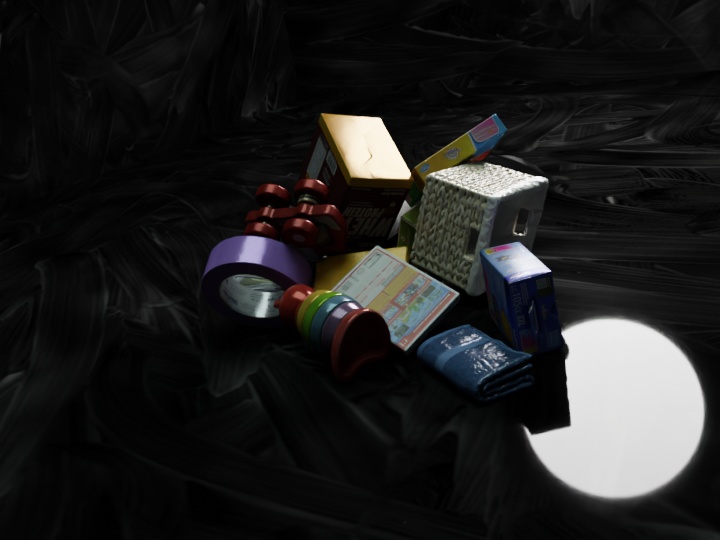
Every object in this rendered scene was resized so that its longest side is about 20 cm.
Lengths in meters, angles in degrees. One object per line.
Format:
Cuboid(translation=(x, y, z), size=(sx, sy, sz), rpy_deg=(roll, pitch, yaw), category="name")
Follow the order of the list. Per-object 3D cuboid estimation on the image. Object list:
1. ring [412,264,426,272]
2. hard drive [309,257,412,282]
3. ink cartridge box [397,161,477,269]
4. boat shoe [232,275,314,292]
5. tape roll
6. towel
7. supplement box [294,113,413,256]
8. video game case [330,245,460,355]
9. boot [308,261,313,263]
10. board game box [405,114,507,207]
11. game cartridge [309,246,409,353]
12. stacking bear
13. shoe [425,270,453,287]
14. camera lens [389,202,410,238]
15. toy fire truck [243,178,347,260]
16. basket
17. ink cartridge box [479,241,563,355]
Cuboid(translation=(0.039, 0.012, 1.822), size=(0.200, 0.019, 0.201), rpy_deg=(-4, 23, 2), category="ring")
Cuboid(translation=(0.000, 0.000, 1.743), size=(0.199, 0.042, 0.135), rpy_deg=(1, 7, 9), category="hard drive")
Cuboid(translation=(0.154, -0.124, 1.801), size=(0.076, 0.200, 0.148), rpy_deg=(35, 52, 29), category="ink cartridge box")
Cuboid(translation=(-0.158, 0.041, 1.789), size=(0.201, 0.065, 0.074), rpy_deg=(10, -16, -4), category="boat shoe")
Cuboid(translation=(-0.190, 0.024, 1.669), size=(0.200, 0.200, 0.066), rpy_deg=(-5, 50, 18), category="tape roll")
Cuboid(translation=(0.172, 0.137, 1.384), size=(0.111, 0.049, 0.200), rpy_deg=(-19, 21, -18), category="towel")
Cuboid(translation=(-0.019, -0.166, 1.776), size=(0.132, 0.200, 0.197), rpy_deg=(-1, 46, -26), category="supplement box")
Cuboid(translation=(0.053, 0.048, 1.562), size=(0.200, 0.017, 0.143), rpy_deg=(31, 66, 35), category="video game case")
Cuboid(translation=(-0.095, -0.052, 1.880), size=(0.200, 0.169, 0.076), rpy_deg=(-23, 22, -30), category="boot")
Cuboid(translation=(0.179, -0.212, 1.762), size=(0.200, 0.040, 0.153), rpy_deg=(-35, -6, -13), category="board game box")
Cuboid(translation=(0.001, 0.050, 1.610), size=(0.176, 0.032, 0.200), rpy_deg=(-7, 49, 12), category="game cartridge")
Cuboid(translation=(-0.061, 0.084, 1.512), size=(0.121, 0.114, 0.200), rpy_deg=(-27, 35, -34), category="stacking bear")
Cuboid(translation=(0.127, 0.037, 1.678), size=(0.070, 0.054, 0.200), rpy_deg=(-4, 21, 20), category="shoe")
Cuboid(translation=(0.028, -0.143, 2.069), size=(0.160, 0.160, 0.200), rpy_deg=(2, 24, 35), category="camera lens")
Cuboid(translation=(-0.111, -0.074, 1.679), size=(0.200, 0.168, 0.112), rpy_deg=(-3, 58, 26), category="toy fire truck")
Cuboid(translation=(0.222, -0.089, 1.679), size=(0.161, 0.199, 0.200), rpy_deg=(27, 31, 32), category="basket")
Cuboid(translation=(0.261, 0.049, 1.444), size=(0.076, 0.137, 0.200), rpy_deg=(-15, 19, -5), category="ink cartridge box")
